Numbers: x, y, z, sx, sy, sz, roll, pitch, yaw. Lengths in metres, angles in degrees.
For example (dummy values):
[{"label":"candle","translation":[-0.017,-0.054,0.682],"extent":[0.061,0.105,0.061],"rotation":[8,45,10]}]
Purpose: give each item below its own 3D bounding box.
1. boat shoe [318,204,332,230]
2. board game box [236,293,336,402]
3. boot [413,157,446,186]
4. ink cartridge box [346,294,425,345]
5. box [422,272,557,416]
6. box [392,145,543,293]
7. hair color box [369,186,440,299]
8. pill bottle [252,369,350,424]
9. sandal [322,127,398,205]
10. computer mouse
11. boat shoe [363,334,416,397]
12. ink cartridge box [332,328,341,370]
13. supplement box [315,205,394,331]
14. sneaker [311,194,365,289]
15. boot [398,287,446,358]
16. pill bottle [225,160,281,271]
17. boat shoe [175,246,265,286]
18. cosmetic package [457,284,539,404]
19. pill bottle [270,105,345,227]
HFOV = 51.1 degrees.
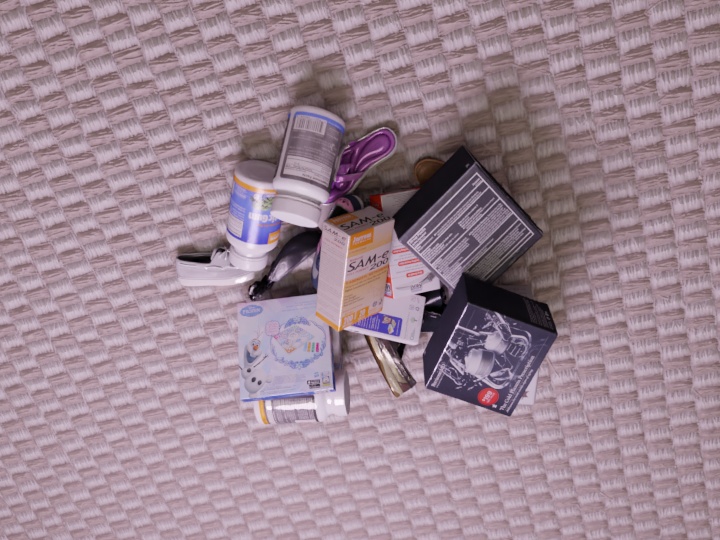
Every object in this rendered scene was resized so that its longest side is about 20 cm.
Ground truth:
[{"label":"boat shoe","translation":[-0.047,-0.110,1.531],"extent":[0.074,0.092,0.203],"rotation":[-29,84,23]},{"label":"board game box","translation":[-0.155,0.159,1.558],"extent":[0.194,0.204,0.043],"rotation":[-6,162,5]},{"label":"boot","translation":[0.189,-0.147,1.487],"extent":[0.198,0.076,0.074],"rotation":[36,117,-13]},{"label":"ink cartridge box","translation":[0.031,0.082,1.540],"extent":[0.195,0.039,0.102],"rotation":[15,77,-9]},{"label":"box","translation":[0.232,0.139,1.385],"extent":[0.178,0.105,0.203],"rotation":[19,118,-8]},{"label":"box","translation":[0.195,-0.084,1.403],"extent":[0.200,0.124,0.198],"rotation":[-43,112,13]},{"label":"hair color box","translation":[0.088,-0.056,1.494],"extent":[0.108,0.064,0.206],"rotation":[-11,98,-22]},{"label":"pill bottle","translation":[-0.124,0.265,1.603],"extent":[0.194,0.117,0.119],"rotation":[-3,118,7]},{"label":"sandal","translation":[-0.017,-0.210,1.454],"extent":[0.202,0.050,0.083],"rotation":[-41,80,3]},{"label":"computer mouse","translation":[-0.155,-0.022,1.561],"extent":[0.199,0.139,0.053],"rotation":[-38,93,12]},{"label":"boat shoe","translation":[0.055,0.163,1.586],"extent":[0.064,0.073,0.204],"rotation":[-24,91,-7]},{"label":"ink cartridge box","translation":[-0.112,0.185,1.674],"extent":[0.141,0.085,0.205],"rotation":[1,118,4]},{"label":"supplement box","translation":[-0.011,-0.004,1.413],"extent":[0.073,0.125,0.204],"rotation":[30,127,36]},{"label":"sneaker","translation":[-0.059,-0.051,1.447],"extent":[0.069,0.082,0.204],"rotation":[24,105,18]},{"label":"boot","translation":[0.118,0.134,1.636],"extent":[0.164,0.077,0.205],"rotation":[-4,111,11]},{"label":"pill bottle","translation":[-0.211,-0.107,1.513],"extent":[0.109,0.113,0.204],"rotation":[12,118,-3]},{"label":"boat shoe","translation":[-0.300,-0.015,1.598],"extent":[0.195,0.072,0.070],"rotation":[-2,119,15]},{"label":"cosmetic package","translation":[0.279,0.149,1.563],"extent":[0.160,0.201,0.169],"rotation":[2,119,2]},{"label":"pill bottle","translation":[-0.102,-0.193,1.410],"extent":[0.111,0.114,0.205],"rotation":[14,84,-4]}]
